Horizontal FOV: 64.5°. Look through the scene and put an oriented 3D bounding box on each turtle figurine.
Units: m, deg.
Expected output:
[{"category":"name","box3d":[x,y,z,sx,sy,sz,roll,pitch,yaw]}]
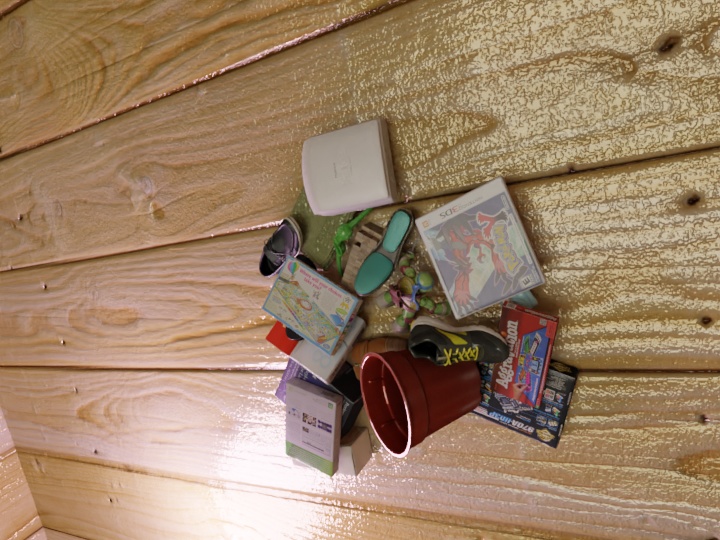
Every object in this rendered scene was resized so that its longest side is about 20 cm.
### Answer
[{"category":"turtle figurine","box3d":[0.127,0.038,1.178,0.142,0.203,0.194,32,144,-8]}]

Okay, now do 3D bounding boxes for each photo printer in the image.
[{"category":"photo printer","box3d":[-0.030,-0.206,1.170,0.194,0.069,0.173,-8,91,24]}]

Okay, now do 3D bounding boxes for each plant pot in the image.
[{"category":"plant pot","box3d":[0.126,0.236,1.143,0.200,0.190,0.207,41,138,51]}]

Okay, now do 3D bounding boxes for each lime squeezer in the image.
[{"category":"lime squeezer","box3d":[-0.032,-0.066,1.243,0.037,0.070,0.204,37,121,20]}]

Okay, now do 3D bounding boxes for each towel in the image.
[{"category":"towel","box3d":[-0.091,-0.114,1.284,0.147,0.036,0.203,39,123,16]}]

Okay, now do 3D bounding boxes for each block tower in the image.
[{"category":"block tower","box3d":[0.000,0.000,1.254,0.057,0.054,0.205,28,118,21]}]

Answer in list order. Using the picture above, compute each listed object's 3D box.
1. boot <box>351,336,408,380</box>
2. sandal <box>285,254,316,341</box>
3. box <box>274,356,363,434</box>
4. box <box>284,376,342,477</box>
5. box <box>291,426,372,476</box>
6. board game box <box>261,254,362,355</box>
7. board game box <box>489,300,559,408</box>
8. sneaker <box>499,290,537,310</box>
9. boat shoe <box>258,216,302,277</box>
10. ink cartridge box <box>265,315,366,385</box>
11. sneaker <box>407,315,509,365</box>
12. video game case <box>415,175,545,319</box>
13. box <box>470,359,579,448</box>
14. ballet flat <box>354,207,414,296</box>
[{"category":"boot","box3d":[0.056,0.251,1.294,0.150,0.073,0.208,-5,91,31]},{"category":"sandal","box3d":[-0.140,0.055,1.309,0.073,0.048,0.207,-7,69,20]},{"category":"box","box3d":[-0.088,0.286,1.372,0.197,0.104,0.151,34,120,18]},{"category":"box","box3d":[-0.111,0.363,1.328,0.140,0.036,0.207,15,112,27]},{"category":"box","box3d":[-0.076,0.441,1.422,0.194,0.094,0.081,-4,104,31]},{"category":"board game box","box3d":[-0.108,0.075,1.258,0.197,0.034,0.137,31,94,19]},{"category":"board game box","box3d":[0.300,0.159,1.061,0.100,0.019,0.206,18,126,27]},{"category":"sneaker","box3d":[0.281,-0.018,1.079,0.079,0.074,0.207,-17,92,4]},{"category":"boat shoe","box3d":[-0.187,-0.047,1.319,0.075,0.062,0.201,49,140,9]},{"category":"ink cartridge box","box3d":[-0.107,0.137,1.311,0.197,0.048,0.162,30,75,19]},{"category":"sneaker","box3d":[0.178,0.149,1.067,0.194,0.085,0.077,8,125,22]},{"category":"video game case","box3d":[0.215,-0.038,1.042,0.178,0.023,0.205,-24,89,23]},{"category":"box","box3d":[0.318,0.241,1.142,0.195,0.046,0.164,17,114,26]},{"category":"ballet flat","box3d":[0.057,-0.035,1.181,0.067,0.075,0.204,32,101,15]}]
